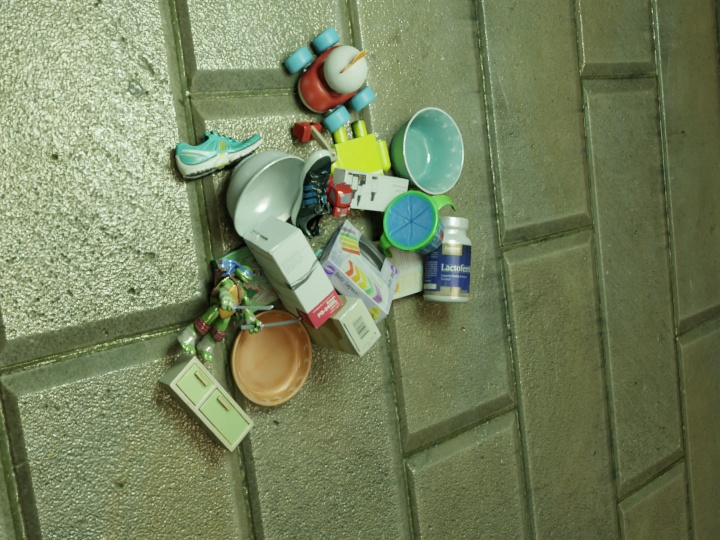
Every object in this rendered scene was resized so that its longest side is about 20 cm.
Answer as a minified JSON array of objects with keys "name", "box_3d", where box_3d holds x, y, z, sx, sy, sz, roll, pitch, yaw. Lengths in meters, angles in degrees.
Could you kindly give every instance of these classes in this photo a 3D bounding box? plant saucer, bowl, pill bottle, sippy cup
[{"name":"plant saucer","box_3d":[-0.195,0.187,1.545,0.196,0.037,0.207,-2,93,-36]},{"name":"bowl","box_3d":[0.149,-0.286,1.752,0.196,0.104,0.208,0,90,-37]},{"name":"pill bottle","box_3d":[0.214,-0.025,1.752,0.113,0.114,0.207,4,88,-36]},{"name":"sippy cup","box_3d":[0.135,-0.100,1.663,0.130,0.173,0.144,28,65,-64]},{"name":"bowl","box_3d":[-0.207,-0.173,1.472,0.200,0.090,0.203,-40,156,-21]}]

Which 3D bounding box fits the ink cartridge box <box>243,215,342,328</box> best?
[{"name":"ink cartridge box","box_3d":[-0.139,0.001,1.464,0.083,0.144,0.203,-38,122,-17]}]

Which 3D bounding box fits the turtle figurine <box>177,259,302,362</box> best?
[{"name":"turtle figurine","box_3d":[-0.250,0.102,1.405,0.200,0.144,0.195,42,93,-2]}]

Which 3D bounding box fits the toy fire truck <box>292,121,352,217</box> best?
[{"name":"toy fire truck","box_3d":[-0.082,-0.223,1.553,0.048,0.199,0.144,-13,130,-38]}]

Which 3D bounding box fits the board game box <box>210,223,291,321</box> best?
[{"name":"board game box","box_3d":[-0.211,0.002,1.534,0.197,0.029,0.138,-28,108,-33]}]

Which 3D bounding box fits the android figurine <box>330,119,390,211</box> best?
[{"name":"android figurine","box_3d":[-0.005,-0.245,1.678,0.179,0.041,0.206,-20,101,-35]}]

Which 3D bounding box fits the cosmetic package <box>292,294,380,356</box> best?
[{"name":"cosmetic package","box_3d":[-0.057,0.112,1.545,0.071,0.198,0.107,-42,115,-27]}]

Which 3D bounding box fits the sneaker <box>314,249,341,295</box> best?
[{"name":"sneaker","box_3d":[-0.033,0.031,1.630,0.078,0.090,0.201,-50,118,-25]}]

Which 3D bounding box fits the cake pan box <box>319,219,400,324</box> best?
[{"name":"cake pan box","box_3d":[0.000,0.000,1.595,0.184,0.052,0.201,45,29,-12]}]

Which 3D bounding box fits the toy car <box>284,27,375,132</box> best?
[{"name":"toy car","box_3d":[-0.031,-0.433,1.540,0.177,0.198,0.186,-42,106,-28]}]

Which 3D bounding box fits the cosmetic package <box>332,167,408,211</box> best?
[{"name":"cosmetic package","box_3d":[0.023,-0.181,1.643,0.196,0.050,0.085,1,103,-41]}]

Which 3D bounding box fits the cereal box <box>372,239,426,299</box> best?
[{"name":"cereal box","box_3d":[0.110,-0.014,1.768,0.196,0.039,0.149,-14,99,-37]}]

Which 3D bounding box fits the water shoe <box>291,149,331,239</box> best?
[{"name":"water shoe","box_3d":[-0.086,-0.156,1.491,0.070,0.079,0.203,-22,147,-37]}]

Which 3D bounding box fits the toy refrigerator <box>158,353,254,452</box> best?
[{"name":"toy refrigerator","box_3d":[-0.307,0.267,1.442,0.076,0.069,0.202,-47,116,-25]}]

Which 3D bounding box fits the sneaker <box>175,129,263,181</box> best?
[{"name":"sneaker","box_3d":[-0.283,-0.249,1.451,0.197,0.077,0.082,-25,93,-35]}]
